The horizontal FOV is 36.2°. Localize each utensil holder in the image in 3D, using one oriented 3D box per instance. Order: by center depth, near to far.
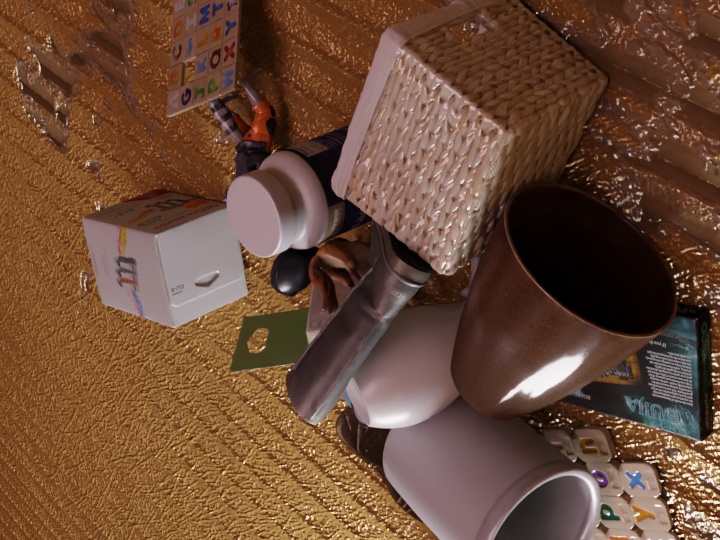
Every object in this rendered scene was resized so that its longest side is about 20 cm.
[{"bbox_3d":[0.143,0.238,1.236,0.200,0.168,0.172,40,137,47],"label":"utensil holder"}]

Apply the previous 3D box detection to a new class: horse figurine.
[{"bbox_3d":[0.000,0.000,1.287,0.132,0.199,0.050,35,114,26],"label":"horse figurine"}]

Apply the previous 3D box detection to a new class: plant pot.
[{"bbox_3d":[0.175,0.052,1.079,0.187,0.186,0.201,48,133,19],"label":"plant pot"}]

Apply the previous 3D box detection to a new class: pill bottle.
[{"bbox_3d":[-0.050,-0.092,1.273,0.115,0.199,0.117,26,128,38],"label":"pill bottle"}]

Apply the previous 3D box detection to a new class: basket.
[{"bbox_3d":[0.107,-0.139,1.075,0.161,0.197,0.201,40,135,21],"label":"basket"}]

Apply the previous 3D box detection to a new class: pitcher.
[{"bbox_3d":[0.069,0.068,1.212,0.173,0.198,0.121,65,167,0],"label":"pitcher"}]

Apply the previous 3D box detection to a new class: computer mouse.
[{"bbox_3d":[-0.047,-0.005,1.331,0.034,0.200,0.059,16,106,24],"label":"computer mouse"}]

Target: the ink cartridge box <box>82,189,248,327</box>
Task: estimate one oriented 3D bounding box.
[{"bbox_3d":[-0.287,-0.022,1.628,0.199,0.145,0.146,13,119,44],"label":"ink cartridge box"}]

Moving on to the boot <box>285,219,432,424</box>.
[{"bbox_3d":[-0.002,0.041,1.146,0.072,0.182,0.201,27,113,-7],"label":"boot"}]

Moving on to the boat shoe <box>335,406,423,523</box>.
[{"bbox_3d":[0.051,0.250,1.453,0.073,0.065,0.200,-41,92,11],"label":"boat shoe"}]

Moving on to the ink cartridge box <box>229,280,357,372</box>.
[{"bbox_3d":[-0.056,0.060,1.333,0.197,0.146,0.048,-5,115,4],"label":"ink cartridge box"}]

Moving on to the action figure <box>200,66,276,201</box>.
[{"bbox_3d":[-0.155,-0.142,1.447,0.199,0.104,0.196,-21,82,47],"label":"action figure"}]

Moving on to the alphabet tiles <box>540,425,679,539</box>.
[{"bbox_3d":[0.271,0.270,1.247,0.195,0.015,0.202,-13,100,51],"label":"alphabet tiles"}]

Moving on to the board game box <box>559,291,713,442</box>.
[{"bbox_3d":[0.268,0.089,1.142,0.199,0.028,0.137,13,119,44],"label":"board game box"}]

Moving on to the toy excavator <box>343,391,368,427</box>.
[{"bbox_3d":[0.002,0.114,1.425,0.201,0.099,0.196,54,140,34],"label":"toy excavator"}]

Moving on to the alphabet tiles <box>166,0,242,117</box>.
[{"bbox_3d":[-0.199,-0.310,1.410,0.166,0.007,0.203,-9,76,51],"label":"alphabet tiles"}]
